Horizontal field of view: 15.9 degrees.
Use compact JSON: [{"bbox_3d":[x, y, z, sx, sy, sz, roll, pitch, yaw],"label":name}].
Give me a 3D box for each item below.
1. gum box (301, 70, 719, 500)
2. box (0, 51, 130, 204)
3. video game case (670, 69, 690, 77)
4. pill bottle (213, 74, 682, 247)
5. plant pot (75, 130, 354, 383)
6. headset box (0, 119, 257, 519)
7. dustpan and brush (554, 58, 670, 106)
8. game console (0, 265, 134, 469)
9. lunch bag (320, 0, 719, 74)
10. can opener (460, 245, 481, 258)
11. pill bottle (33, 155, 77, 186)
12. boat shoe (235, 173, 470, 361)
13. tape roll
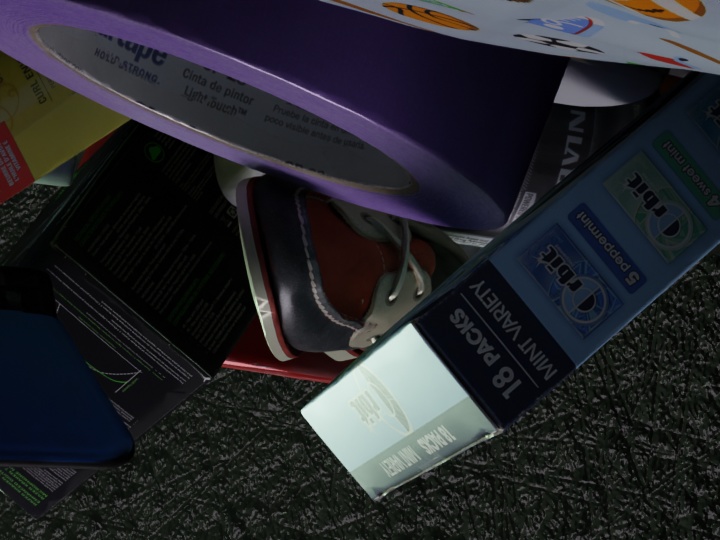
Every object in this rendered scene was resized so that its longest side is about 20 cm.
[{"bbox_3d":[0.082,-0.015,0.818,0.045,0.200,0.170,49,164,1],"label":"gum box"},{"bbox_3d":[-0.151,-0.059,0.954,0.200,0.076,0.050,-35,-161,-25],"label":"box"},{"bbox_3d":[0.153,-0.084,1.284,0.199,0.024,0.181,9,179,44],"label":"video game case"},{"bbox_3d":[0.044,-0.064,1.100,0.199,0.107,0.106,8,179,-18],"label":"pill bottle"},{"bbox_3d":[-0.064,-0.035,1.408,0.199,0.184,0.200,9,180,0],"label":"plant pot"},{"bbox_3d":[-0.106,0.000,1.185,0.093,0.174,0.200,40,142,-9],"label":"headset box"},{"bbox_3d":[0.056,-0.099,0.958,0.139,0.058,0.200,20,174,7],"label":"dustpan and brush"},{"bbox_3d":[-0.215,0.058,1.004,0.199,0.119,0.171,5,148,-30],"label":"game console"},{"bbox_3d":[0.044,-0.092,0.593,0.159,0.076,0.200,11,179,-4],"label":"lunch bag"},{"bbox_3d":[0.029,-0.050,1.249,0.053,0.067,0.200,17,-169,-17],"label":"can opener"},{"bbox_3d":[-0.220,-0.100,1.145,0.199,0.115,0.114,8,179,-7],"label":"pill bottle"},{"bbox_3d":[0.000,0.000,0.994,0.062,0.072,0.200,-9,170,12],"label":"boat shoe"},{"bbox_3d":[-0.034,-0.080,0.836,0.199,0.066,0.200,20,173,2],"label":"tape roll"}]
